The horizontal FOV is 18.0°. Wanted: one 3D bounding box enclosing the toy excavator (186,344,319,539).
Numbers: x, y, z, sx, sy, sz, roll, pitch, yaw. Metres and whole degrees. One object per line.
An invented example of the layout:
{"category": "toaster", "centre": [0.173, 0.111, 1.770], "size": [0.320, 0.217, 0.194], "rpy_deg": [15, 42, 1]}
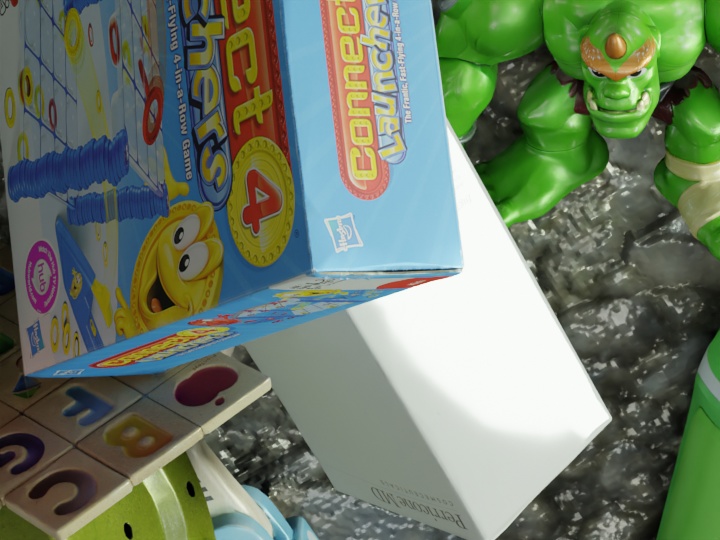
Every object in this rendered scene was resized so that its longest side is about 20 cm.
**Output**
{"category": "toy excavator", "centre": [-0.069, 0.116, 0.985], "size": [0.194, 0.100, 0.200], "rpy_deg": [-32, 109, 13]}

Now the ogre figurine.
{"category": "ogre figurine", "centre": [0.101, -0.074, 0.880], "size": [0.199, 0.098, 0.120], "rpy_deg": [16, 138, 25]}

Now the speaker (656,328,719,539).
{"category": "speaker", "centre": [0.173, 0.116, 0.997], "size": [0.088, 0.089, 0.201], "rpy_deg": [6, 120, -7]}

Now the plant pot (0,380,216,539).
{"category": "plant pot", "centre": [-0.166, 0.125, 0.897], "size": [0.192, 0.201, 0.201], "rpy_deg": [-20, 120, 20]}

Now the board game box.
{"category": "board game box", "centre": [-0.055, -0.077, 0.746], "size": [0.056, 0.196, 0.201], "rpy_deg": [-2, 80, -34]}

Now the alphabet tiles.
{"category": "alphabet tiles", "centre": [-0.133, 0.035, 0.855], "size": [0.166, 0.200, 0.006], "rpy_deg": [-35, 129, -29]}

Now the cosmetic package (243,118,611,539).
{"category": "cosmetic package", "centre": [0.000, 0.000, 0.879], "size": [0.081, 0.113, 0.200], "rpy_deg": [-40, 115, -23]}
